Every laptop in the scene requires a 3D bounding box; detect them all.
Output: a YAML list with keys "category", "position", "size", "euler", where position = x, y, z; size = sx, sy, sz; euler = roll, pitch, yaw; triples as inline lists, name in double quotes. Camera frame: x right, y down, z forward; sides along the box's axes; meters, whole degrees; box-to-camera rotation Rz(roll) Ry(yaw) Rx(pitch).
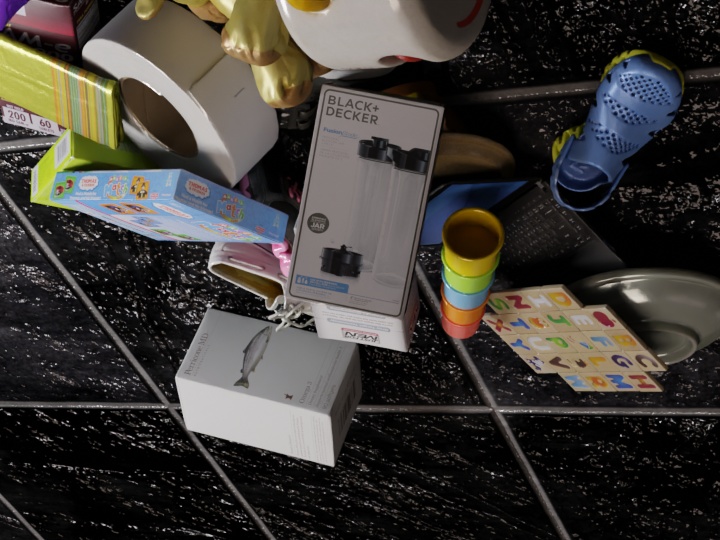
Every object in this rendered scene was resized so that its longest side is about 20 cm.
- category: "laptop"
  position: [0.133, -0.012, 1.532]
  size: [0.200, 0.103, 0.177]
  euler: [46, 144, -6]

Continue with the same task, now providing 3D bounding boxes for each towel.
- category: "towel"
  position: [-0.325, -0.193, 1.533]
  size: [0.200, 0.018, 0.086]
  euler: [25, 140, 15]

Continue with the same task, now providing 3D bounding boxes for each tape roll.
- category: "tape roll"
  position: [-0.177, -0.171, 1.497]
  size: [0.202, 0.071, 0.202]
  euler: [35, 156, 18]

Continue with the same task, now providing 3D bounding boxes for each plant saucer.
- category: "plant saucer"
  position: [0.291, 0.059, 1.562]
  size: [0.200, 0.050, 0.200]
  euler: [2, 155, 1]

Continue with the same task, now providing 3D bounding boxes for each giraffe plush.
- category: "giraffe plush"
  position: [-0.113, -0.259, 1.351]
  size: [0.162, 0.173, 0.200]
  euler: [14, 140, 29]

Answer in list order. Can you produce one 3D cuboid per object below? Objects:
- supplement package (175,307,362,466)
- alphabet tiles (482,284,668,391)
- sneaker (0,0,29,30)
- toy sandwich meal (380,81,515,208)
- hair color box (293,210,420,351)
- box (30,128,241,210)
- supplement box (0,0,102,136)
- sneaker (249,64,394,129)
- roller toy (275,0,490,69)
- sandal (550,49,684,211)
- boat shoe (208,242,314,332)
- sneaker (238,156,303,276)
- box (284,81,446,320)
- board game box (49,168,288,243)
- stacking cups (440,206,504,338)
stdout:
- category: "supplement package"
  position: [-0.111, 0.144, 1.878]
  size: [0.200, 0.117, 0.117]
  euler: [12, 143, 12]
- category: "alphabet tiles"
  position: [0.215, 0.072, 1.559]
  size: [0.166, 0.006, 0.200]
  euler: [44, 154, -22]
- category: "sneaker"
  position: [-0.286, -0.291, 1.423]
  size: [0.100, 0.070, 0.200]
  euler: [25, 122, -21]
- category: "toy sandwich meal"
  position: [0.055, -0.109, 1.506]
  size: [0.205, 0.070, 0.205]
  euler: [-6, 157, -3]
- category: "hair color box"
  position: [0.000, 0.000, 1.530]
  size: [0.099, 0.061, 0.200]
  euler: [9, 147, 13]
- category: "box"
  position: [-0.242, -0.097, 1.649]
  size: [0.200, 0.048, 0.122]
  euler: [10, 153, -31]
- category: "supplement box"
  position: [-0.323, -0.228, 1.567]
  size: [0.109, 0.061, 0.200]
  euler: [15, 142, 11]
- category: "sneaker"
  position: [-0.040, -0.186, 1.469]
  size: [0.200, 0.071, 0.099]
  euler: [6, 143, 31]
- category: "roller toy"
  position: [0.013, -0.255, 1.246]
  size: [0.140, 0.200, 0.182]
  euler: [-1, 144, 30]
- category: "sandal"
  position: [0.231, -0.120, 1.392]
  size: [0.079, 0.087, 0.200]
  euler: [25, 142, -1]
- category: "boat shoe"
  position: [-0.085, 0.029, 1.745]
  size: [0.202, 0.086, 0.075]
  euler: [32, 143, -12]
- category: "sneaker"
  position: [-0.065, -0.064, 1.646]
  size: [0.095, 0.079, 0.200]
  euler: [-18, 132, 14]
- category: "box"
  position: [0.004, -0.065, 1.390]
  size: [0.117, 0.060, 0.200]
  euler: [12, 99, 3]
- category: "board game box"
  position: [-0.196, -0.064, 1.550]
  size: [0.200, 0.037, 0.151]
  euler: [4, 167, 43]
- category: "stacking cups"
  position: [0.105, 0.014, 1.515]
  size: [0.060, 0.061, 0.200]
  euler: [16, 151, 8]
